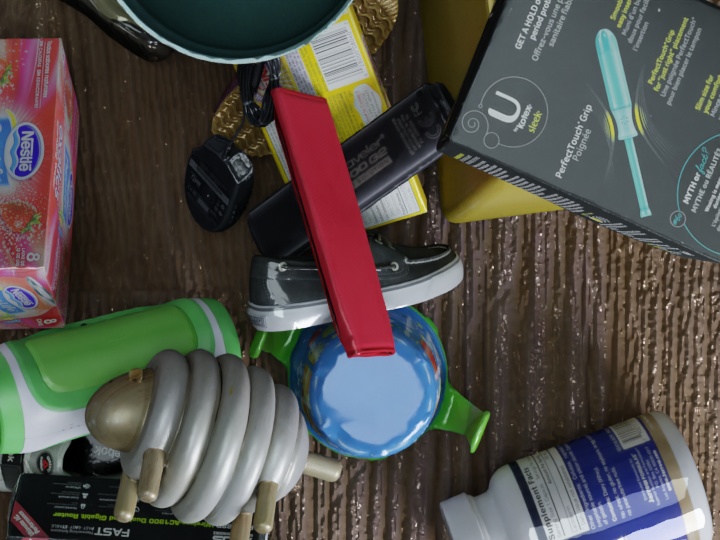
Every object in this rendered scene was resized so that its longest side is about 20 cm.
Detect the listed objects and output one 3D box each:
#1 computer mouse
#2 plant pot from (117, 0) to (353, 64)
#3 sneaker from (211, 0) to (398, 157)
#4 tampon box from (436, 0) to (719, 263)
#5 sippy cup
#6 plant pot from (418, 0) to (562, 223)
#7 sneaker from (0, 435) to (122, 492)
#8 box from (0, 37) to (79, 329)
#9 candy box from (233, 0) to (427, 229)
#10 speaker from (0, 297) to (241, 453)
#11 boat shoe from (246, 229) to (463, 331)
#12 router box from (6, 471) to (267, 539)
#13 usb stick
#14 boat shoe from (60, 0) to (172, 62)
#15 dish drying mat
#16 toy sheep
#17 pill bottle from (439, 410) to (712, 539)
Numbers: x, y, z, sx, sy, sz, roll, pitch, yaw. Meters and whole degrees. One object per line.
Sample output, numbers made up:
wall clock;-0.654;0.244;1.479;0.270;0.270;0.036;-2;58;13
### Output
computer mouse;-0.093;-0.103;1.149;0.034;0.201;0.059;-27;68;-38
plant pot;-0.081;-0.255;1.049;0.197;0.134;0.203;1;104;3
sneaker;-0.042;-0.174;1.189;0.075;0.091;0.199;39;116;-23
tampon box;0.170;-0.112;0.989;0.198;0.126;0.152;24;91;-2
sippy cup;0.007;0.089;1.167;0.175;0.130;0.142;-13;92;-1
plant pot;0.158;-0.147;1.138;0.197;0.176;0.203;-7;92;-2
sneaker;-0.255;0.142;1.180;0.197;0.089;0.075;-1;87;-2
box;-0.270;-0.066;1.125;0.093;0.103;0.203;-1;62;-2
candy box;-0.025;-0.117;1.156;0.101;0.027;0.202;-15;122;13
speaker;-0.195;0.079;1.146;0.198;0.088;0.090;-14;94;-30
boat shoe;0.000;0.000;1.156;0.198;0.068;0.058;-14;106;-35
router box;-0.172;0.235;1.162;0.197;0.063;0.151;4;134;-1
usb stick;-0.006;-0.072;1.142;0.199;0.033;0.056;-35;77;23
boat shoe;-0.221;-0.249;1.178;0.199;0.076;0.074;35;84;-10
dish drying mat;-0.020;-0.034;1.083;0.018;0.077;0.203;-22;79;27
toy sheep;-0.106;0.126;1.084;0.198;0.138;0.140;21;92;-22
pill bottle;0.170;0.197;1.185;0.197;0.116;0.117;-20;93;0
